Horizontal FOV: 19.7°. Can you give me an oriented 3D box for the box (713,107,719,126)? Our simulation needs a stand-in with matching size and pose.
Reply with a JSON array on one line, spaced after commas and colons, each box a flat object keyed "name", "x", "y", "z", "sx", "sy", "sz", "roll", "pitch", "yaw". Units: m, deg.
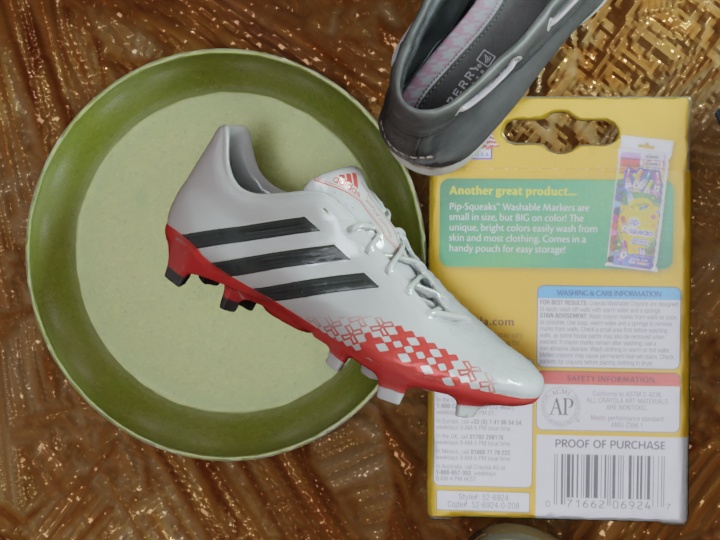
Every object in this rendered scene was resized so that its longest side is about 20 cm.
[{"name": "box", "x": 0.243, "y": -0.001, "z": 0.934, "sx": 0.078, "sy": 0.141, "sz": 0.201, "roll": -23, "pitch": 91, "yaw": 21}]

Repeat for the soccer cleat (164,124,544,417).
[{"name": "soccer cleat", "x": 0.000, "y": 0.000, "z": 0.959, "sx": 0.199, "sy": 0.069, "sz": 0.086, "roll": 26, "pitch": 102, "yaw": 19}]

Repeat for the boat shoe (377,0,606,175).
[{"name": "boat shoe", "x": 0.075, "y": -0.133, "z": 0.960, "sx": 0.067, "sy": 0.057, "sz": 0.201, "roll": 30, "pitch": 75, "yaw": 15}]

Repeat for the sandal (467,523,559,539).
[{"name": "sandal", "x": 0.080, "y": 0.221, "z": 1.001, "sx": 0.080, "sy": 0.054, "sz": 0.202, "roll": 4, "pitch": 105, "yaw": 7}]

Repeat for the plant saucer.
[{"name": "plant saucer", "x": -0.065, "y": -0.008, "z": 1.026, "sx": 0.198, "sy": 0.031, "sz": 0.202, "roll": 0, "pitch": 94, "yaw": 5}]

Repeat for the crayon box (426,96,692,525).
[{"name": "crayon box", "x": 0.096, "y": 0.017, "z": 1.000, "sx": 0.124, "sy": 0.052, "sz": 0.202, "roll": 1, "pitch": 94, "yaw": 6}]
